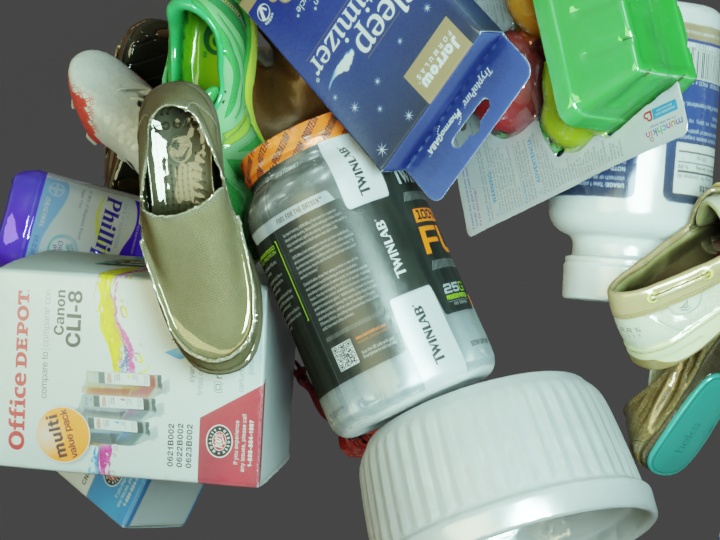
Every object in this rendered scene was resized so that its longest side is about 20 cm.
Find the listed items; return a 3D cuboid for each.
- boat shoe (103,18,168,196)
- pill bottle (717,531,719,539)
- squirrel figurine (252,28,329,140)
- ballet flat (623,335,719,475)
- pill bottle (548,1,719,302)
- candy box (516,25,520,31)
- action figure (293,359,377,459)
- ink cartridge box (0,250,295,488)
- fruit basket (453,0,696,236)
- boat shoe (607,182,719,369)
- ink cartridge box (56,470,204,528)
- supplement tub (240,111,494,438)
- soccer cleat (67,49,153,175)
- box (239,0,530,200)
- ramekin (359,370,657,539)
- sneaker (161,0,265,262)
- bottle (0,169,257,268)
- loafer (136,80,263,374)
[{"bbox_3d":[-0.170,-0.103,1.804,0.074,0.075,0.202,-146,62,-64],"label":"boat shoe"},{"bbox_3d":[0.279,0.206,1.443,0.119,0.119,0.202,23,100,33],"label":"pill bottle"},{"bbox_3d":[-0.012,-0.131,1.667,0.186,0.141,0.201,-30,68,16],"label":"squirrel figurine"},{"bbox_3d":[0.244,0.049,1.521,0.200,0.067,0.073,-53,42,24],"label":"ballet flat"},{"bbox_3d":[0.185,-0.079,1.531,0.110,0.111,0.202,4,89,34],"label":"pill bottle"},{"bbox_3d":[0.153,-0.229,1.574,0.026,0.102,0.201,32,110,-10],"label":"candy box"},{"bbox_3d":[-0.015,0.071,1.696,0.065,0.052,0.201,-28,74,24],"label":"action figure"},{"bbox_3d":[-0.154,0.068,1.628,0.198,0.145,0.147,4,96,8],"label":"ink cartridge box"},{"bbox_3d":[0.124,-0.140,1.473,0.200,0.093,0.187,-30,67,49],"label":"fruit basket"},{"bbox_3d":[0.243,-0.021,1.462,0.200,0.067,0.074,-41,27,-14],"label":"boat shoe"},{"bbox_3d":[-0.200,0.090,1.796,0.199,0.083,0.146,35,106,31],"label":"ink cartridge box"},{"bbox_3d":[0.000,0.000,1.523,0.122,0.122,0.201,-28,81,29],"label":"supplement tub"},{"bbox_3d":[-0.146,-0.094,1.697,0.201,0.068,0.085,54,147,9],"label":"soccer cleat"},{"bbox_3d":[0.014,-0.154,1.471,0.200,0.032,0.121,49,121,22],"label":"box"},{"bbox_3d":[0.092,0.147,1.528,0.199,0.199,0.106,-29,68,29],"label":"ramekin"},{"bbox_3d":[-0.107,-0.101,1.587,0.074,0.083,0.202,-9,92,31],"label":"sneaker"},{"bbox_3d":[-0.179,-0.016,1.741,0.198,0.065,0.084,15,80,-7],"label":"bottle"},{"bbox_3d":[-0.116,-0.028,1.512,0.075,0.067,0.202,-15,90,7],"label":"loafer"}]
